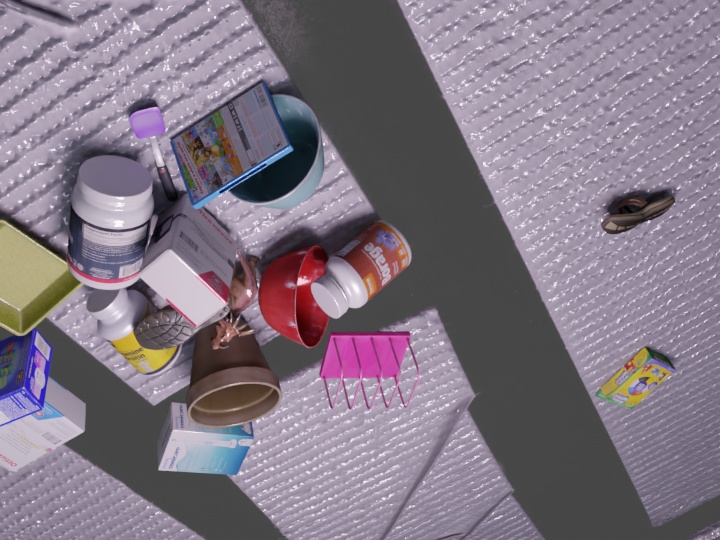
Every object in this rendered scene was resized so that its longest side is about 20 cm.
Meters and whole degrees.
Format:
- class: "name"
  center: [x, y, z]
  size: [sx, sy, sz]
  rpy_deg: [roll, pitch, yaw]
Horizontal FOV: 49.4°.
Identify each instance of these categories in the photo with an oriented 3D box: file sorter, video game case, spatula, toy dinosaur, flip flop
- class: "file sorter"
  center: [0.022, 0.237, 1.801]
  size: [0.195, 0.127, 0.141]
  rpy_deg: [2, 130, -18]
- class: "video game case"
  center: [-0.222, -0.213, 1.332]
  size: [0.197, 0.145, 0.018]
  rpy_deg: [-29, 155, 9]
- class: "spatula"
  center: [-0.356, -0.199, 1.380]
  size: [0.055, 0.021, 0.203]
  rpy_deg: [-14, 133, -7]
- class: "toy dinosaur"
  center: [-0.239, 0.055, 1.557]
  size: [0.084, 0.137, 0.203]
  rpy_deg: [8, 126, -23]
- class: "flip flop"
  center: [0.603, -0.133, 1.715]
  size: [0.196, 0.059, 0.081]
  rpy_deg: [-21, 164, -19]

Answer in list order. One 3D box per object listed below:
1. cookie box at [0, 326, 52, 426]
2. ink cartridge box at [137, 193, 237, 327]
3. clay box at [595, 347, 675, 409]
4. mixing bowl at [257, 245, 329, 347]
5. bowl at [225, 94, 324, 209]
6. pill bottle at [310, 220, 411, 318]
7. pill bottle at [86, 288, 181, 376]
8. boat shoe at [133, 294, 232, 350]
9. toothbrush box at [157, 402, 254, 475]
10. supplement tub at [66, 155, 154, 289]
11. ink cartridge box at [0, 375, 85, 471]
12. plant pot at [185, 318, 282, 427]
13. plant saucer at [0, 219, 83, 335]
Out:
- class: "cookie box"
  center: [-0.716, 0.224, 1.530]
  size: [0.196, 0.173, 0.076]
  rpy_deg: [-21, 130, 3]
- class: "ink cartridge box"
  center: [-0.305, -0.022, 1.411]
  size: [0.084, 0.202, 0.145]
  rpy_deg: [-34, 118, 18]
- class: "clay box"
  center: [0.749, 0.306, 2.142]
  size: [0.113, 0.048, 0.201]
  rpy_deg: [21, 120, -31]
- class: "mixing bowl"
  center: [-0.138, 0.048, 1.570]
  size: [0.106, 0.202, 0.203]
  rpy_deg: [5, 136, 18]
- class: "bowl"
  center: [-0.140, -0.188, 1.361]
  size: [0.198, 0.204, 0.105]
  rpy_deg: [-28, 153, 9]
- class: "pill bottle"
  center: [0.000, 0.000, 1.546]
  size: [0.199, 0.111, 0.114]
  rpy_deg: [-40, 139, -25]
- class: "pill bottle"
  center: [-0.450, 0.111, 1.555]
  size: [0.110, 0.113, 0.201]
  rpy_deg: [-26, 132, 7]
- class: "boat shoe"
  center: [-0.335, 0.088, 1.501]
  size: [0.196, 0.074, 0.077]
  rpy_deg: [-22, 107, -2]
- class: "toothbrush box"
  center: [-0.366, 0.399, 1.845]
  size: [0.196, 0.086, 0.148]
  rpy_deg: [9, 127, -25]
- class: "supplement tub"
  center: [-0.438, -0.082, 1.374]
  size: [0.137, 0.142, 0.203]
  rpy_deg: [5, 128, -21]
- class: "ink cartridge box"
  center: [-0.713, 0.325, 1.674]
  size: [0.197, 0.085, 0.145]
  rpy_deg: [-30, 132, 7]
- class: "plant pot"
  center: [-0.273, 0.204, 1.632]
  size: [0.195, 0.177, 0.202]
  rpy_deg: [-12, 148, -7]
- class: "plant saucer"
  center: [-0.643, 0.006, 1.448]
  size: [0.198, 0.048, 0.200]
  rpy_deg: [-36, 130, 14]
